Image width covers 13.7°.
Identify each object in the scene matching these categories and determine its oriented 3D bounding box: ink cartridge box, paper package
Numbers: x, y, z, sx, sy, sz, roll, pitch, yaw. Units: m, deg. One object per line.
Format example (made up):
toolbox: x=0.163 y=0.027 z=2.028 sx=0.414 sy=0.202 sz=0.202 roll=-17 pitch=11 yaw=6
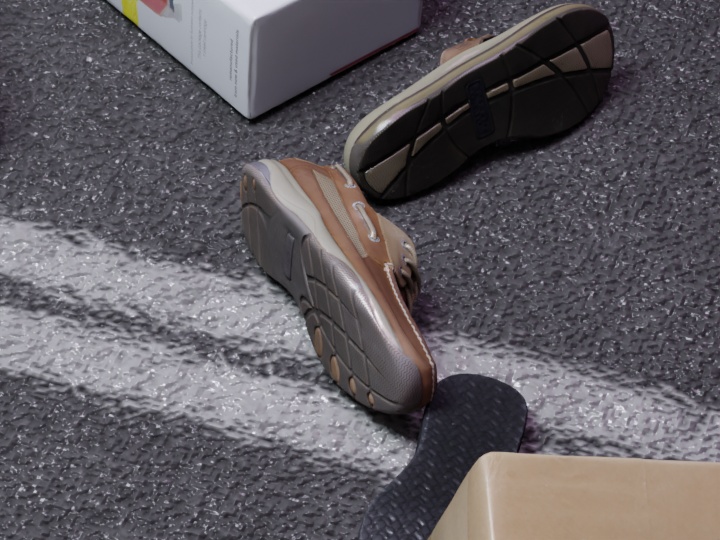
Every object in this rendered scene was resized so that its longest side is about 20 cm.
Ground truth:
ink cartridge box: x=-0.077 y=-0.203 z=1.856 sx=0.145 sy=0.084 sz=0.200 roll=-30 pitch=54 yaw=-29
paper package: x=0.135 y=0.195 z=1.428 sx=0.190 sy=0.104 sz=0.201 roll=4 pitch=53 yaw=-12

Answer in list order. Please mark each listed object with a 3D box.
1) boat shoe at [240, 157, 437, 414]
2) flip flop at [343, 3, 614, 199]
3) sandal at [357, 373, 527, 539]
boat shoe: x=0.000 y=0.000 z=1.668 sx=0.071 sy=0.076 sz=0.200 roll=-12 pitch=46 yaw=-23
flip flop: x=0.068 y=-0.106 z=1.785 sx=0.199 sy=0.081 sz=0.058 roll=-29 pitch=39 yaw=-21
sandal: x=0.047 y=0.125 z=1.577 sx=0.075 sy=0.045 sz=0.200 roll=18 pitch=32 yaw=6
